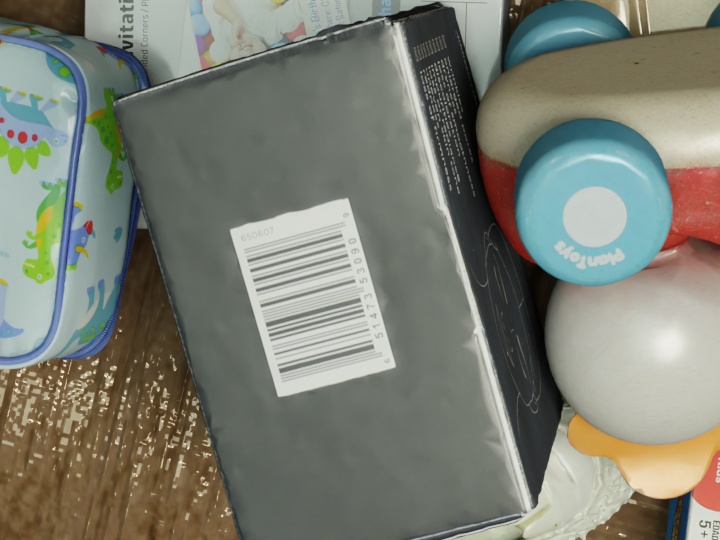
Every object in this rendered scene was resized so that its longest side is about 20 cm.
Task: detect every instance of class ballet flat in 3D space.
[{"bbox_3d":[0.054,0.117,1.053,0.199,0.072,0.072,-28,92,9],"label":"ballet flat"}]

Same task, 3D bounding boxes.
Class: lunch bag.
[{"bbox_3d":[-0.200,-0.041,1.043,0.199,0.082,0.162,12,99,22],"label":"lunch bag"}]

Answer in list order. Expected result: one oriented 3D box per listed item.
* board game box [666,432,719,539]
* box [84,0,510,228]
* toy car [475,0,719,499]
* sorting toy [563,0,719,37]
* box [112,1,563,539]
[{"bbox_3d":[0.230,0.184,0.999,0.194,0.056,0.202,8,79,-1],"label":"board game box"},{"bbox_3d":[-0.030,-0.096,1.054,0.198,0.041,0.157,3,97,9],"label":"box"},{"bbox_3d":[0.143,0.002,0.950,0.175,0.185,0.201,-5,114,4],"label":"toy car"},{"bbox_3d":[0.200,-0.073,1.030,0.198,0.036,0.187,-7,95,4],"label":"sorting toy"},{"bbox_3d":[0.000,0.000,0.942,0.123,0.197,0.201,-15,95,12],"label":"box"}]
